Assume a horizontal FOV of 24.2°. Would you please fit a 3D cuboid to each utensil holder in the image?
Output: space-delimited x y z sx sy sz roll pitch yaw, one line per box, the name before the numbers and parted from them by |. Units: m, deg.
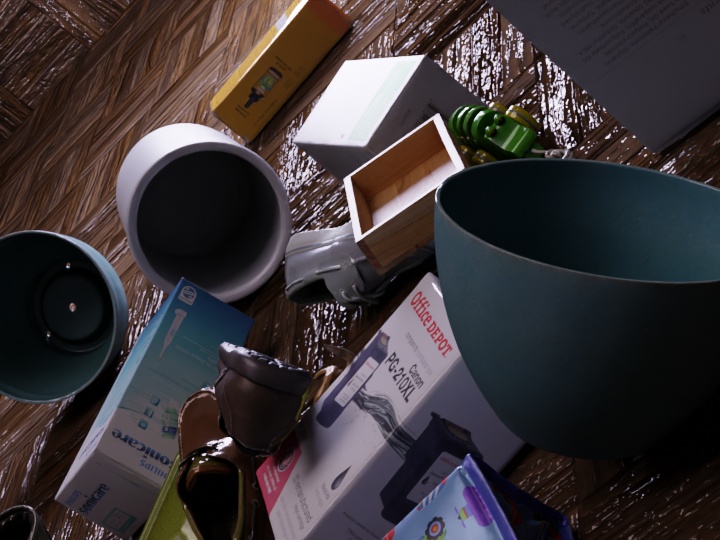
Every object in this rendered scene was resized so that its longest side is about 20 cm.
utensil holder | -0.175 -0.066 1.786 0.170 0.170 0.200 -52 18 0

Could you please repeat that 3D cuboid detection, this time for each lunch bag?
lunch bag | 0.066 0.229 0.924 0.151 0.094 0.200 -45 34 15

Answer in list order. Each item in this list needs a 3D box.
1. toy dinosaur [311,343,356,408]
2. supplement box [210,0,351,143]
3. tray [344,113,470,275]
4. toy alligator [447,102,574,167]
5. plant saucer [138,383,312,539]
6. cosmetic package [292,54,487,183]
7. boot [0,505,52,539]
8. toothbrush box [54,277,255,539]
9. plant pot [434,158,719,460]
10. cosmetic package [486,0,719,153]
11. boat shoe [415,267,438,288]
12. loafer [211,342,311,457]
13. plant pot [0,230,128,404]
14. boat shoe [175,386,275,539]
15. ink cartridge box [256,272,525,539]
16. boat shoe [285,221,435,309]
toy dinosaur | -0.013 0.105 1.286 0.106 0.060 0.200 -72 -1 -52
supplement box | -0.101 -0.258 2.090 0.200 0.066 0.069 -48 21 8
tray | 0.041 -0.063 1.333 0.099 0.037 0.200 -34 16 7
toy alligator | 0.116 -0.113 1.401 0.059 0.054 0.200 -54 20 -4
plant saucer | -0.129 0.190 1.378 0.200 0.048 0.200 -44 19 50
cosmetic package | 0.025 -0.138 1.596 0.108 0.085 0.200 -58 22 -9
boot | -0.290 0.309 1.380 0.200 0.072 0.182 79 -146 -60
toothbrush box | -0.193 0.131 1.572 0.146 0.085 0.200 -47 15 53
plant pot | 0.136 0.030 0.976 0.200 0.199 0.135 -109 22 -66
cosmetic package | 0.206 -0.230 1.194 0.165 0.200 0.165 -37 25 32
boat shoe | 0.100 -0.012 1.238 0.200 0.074 0.076 -25 33 50
loafer | -0.080 0.095 1.203 0.200 0.073 0.071 114 177 -85
plant pot | -0.359 0.049 1.990 0.200 0.200 0.134 -47 -6 13
boat shoe | -0.100 0.154 1.249 0.072 0.068 0.200 -39 45 10
ink cartridge box | 0.028 0.117 1.161 0.200 0.084 0.145 -50 20 7
boat shoe | -0.001 0.000 1.465 0.201 0.070 0.072 -9 70 55
